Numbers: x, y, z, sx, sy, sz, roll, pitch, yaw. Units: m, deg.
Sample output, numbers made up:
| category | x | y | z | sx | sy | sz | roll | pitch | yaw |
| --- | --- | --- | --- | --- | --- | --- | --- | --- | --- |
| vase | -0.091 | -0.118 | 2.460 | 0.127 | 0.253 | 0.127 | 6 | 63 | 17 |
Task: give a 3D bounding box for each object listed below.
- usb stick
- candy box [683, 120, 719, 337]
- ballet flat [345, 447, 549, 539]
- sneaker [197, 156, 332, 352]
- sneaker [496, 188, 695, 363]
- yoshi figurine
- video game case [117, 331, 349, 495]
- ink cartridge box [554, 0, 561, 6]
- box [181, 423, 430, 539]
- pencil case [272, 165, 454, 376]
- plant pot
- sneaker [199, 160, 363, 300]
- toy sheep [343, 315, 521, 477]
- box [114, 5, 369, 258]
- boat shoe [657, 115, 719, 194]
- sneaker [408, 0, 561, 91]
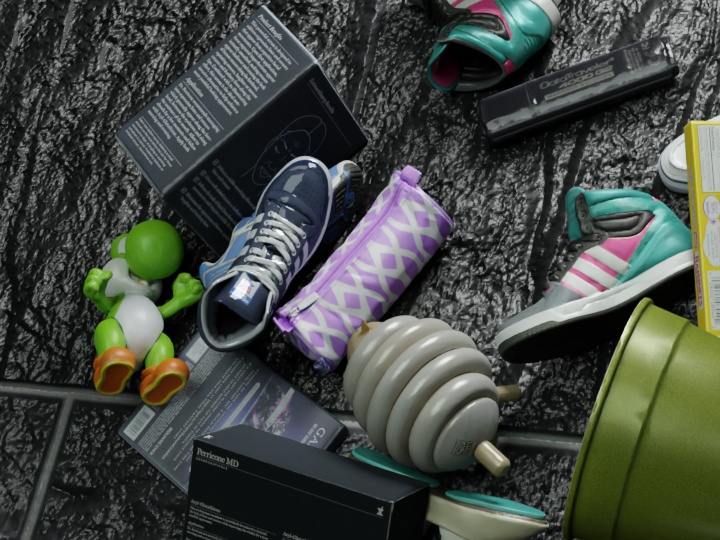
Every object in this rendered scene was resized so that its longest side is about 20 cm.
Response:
| category | x | y | z | sx | sy | sz | roll | pitch | yaw |
| --- | --- | --- | --- | --- | --- | --- | --- | --- | --- |
| usb stick | 0.207 | -0.174 | 1.429 | 0.198 | 0.033 | 0.056 | -19 | 51 | 13 |
| candy box | 0.329 | -0.026 | 1.244 | 0.101 | 0.026 | 0.202 | 1 | 79 | -10 |
| ballet flat | 0.068 | 0.210 | 1.274 | 0.198 | 0.070 | 0.070 | 16 | 71 | 31 |
| sneaker | -0.086 | -0.011 | 1.354 | 0.070 | 0.109 | 0.201 | 29 | 94 | 0 |
| sneaker | 0.195 | -0.008 | 1.304 | 0.198 | 0.084 | 0.122 | -24 | 62 | 1 |
| yoshi figurine | -0.214 | 0.025 | 1.458 | 0.111 | 0.113 | 0.201 | -15 | 47 | 5 |
| video game case | -0.124 | 0.153 | 1.407 | 0.199 | 0.019 | 0.143 | 34 | 81 | 32 |
| ink cartridge box | 0.167 | -0.374 | 1.450 | 0.084 | 0.200 | 0.145 | 25 | 75 | 32 |
| box | -0.052 | 0.228 | 1.265 | 0.198 | 0.079 | 0.143 | 14 | 104 | 27 |
| pencil case | 0.000 | 0.000 | 1.394 | 0.200 | 0.086 | 0.084 | -50 | 44 | -9 |
| plant pot | 0.281 | 0.148 | 1.147 | 0.191 | 0.201 | 0.202 | 19 | 72 | 17 |
| sneaker | -0.079 | -0.039 | 1.454 | 0.200 | 0.076 | 0.077 | -45 | 60 | -6 |
| toy sheep | 0.060 | 0.109 | 1.277 | 0.199 | 0.138 | 0.138 | 35 | 81 | 36 |
| box | -0.116 | -0.133 | 1.476 | 0.200 | 0.149 | 0.107 | -40 | 56 | -1 |
| boat shoe | 0.358 | -0.128 | 1.318 | 0.198 | 0.067 | 0.074 | -19 | 58 | 14 |
| sneaker | 0.089 | -0.243 | 1.490 | 0.199 | 0.084 | 0.121 | 24 | 65 | 30 |
